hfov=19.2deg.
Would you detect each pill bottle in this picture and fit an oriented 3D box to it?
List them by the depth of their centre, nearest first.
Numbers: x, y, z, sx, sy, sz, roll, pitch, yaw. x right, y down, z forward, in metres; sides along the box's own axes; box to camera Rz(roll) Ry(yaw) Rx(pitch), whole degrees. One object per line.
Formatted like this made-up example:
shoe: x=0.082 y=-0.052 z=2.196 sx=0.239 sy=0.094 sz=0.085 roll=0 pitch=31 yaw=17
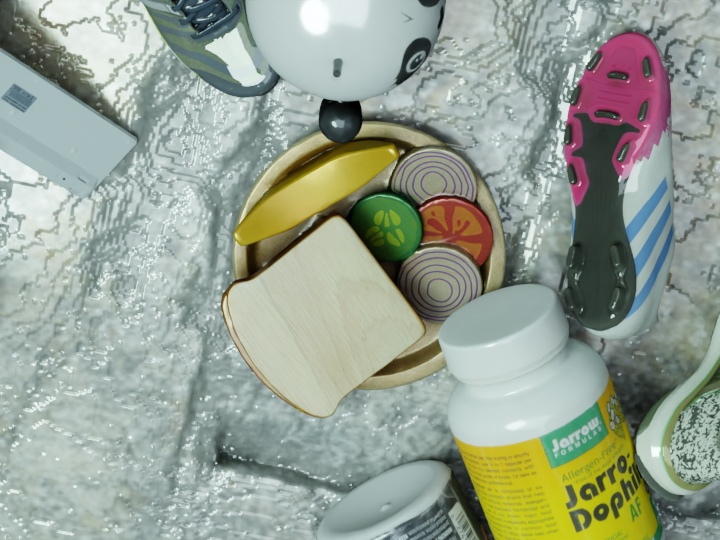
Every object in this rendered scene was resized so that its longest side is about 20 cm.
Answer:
pill bottle: x=0.123 y=0.115 z=1.418 sx=0.112 sy=0.113 sz=0.201 roll=-20 pitch=110 yaw=4
pill bottle: x=0.058 y=0.240 z=1.463 sx=0.106 sy=0.106 sz=0.201 roll=-26 pitch=105 yaw=5

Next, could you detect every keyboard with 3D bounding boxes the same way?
keyboard: x=-0.222 y=-0.104 z=1.352 sx=0.056 sy=0.011 sz=0.200 roll=-50 pitch=139 yaw=6

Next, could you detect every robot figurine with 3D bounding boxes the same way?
robot figurine: x=-0.008 y=-0.172 z=1.299 sx=0.124 sy=0.200 sz=0.151 roll=-35 pitch=103 yaw=7

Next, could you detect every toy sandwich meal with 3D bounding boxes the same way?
toy sandwich meal: x=0.000 y=0.000 z=1.414 sx=0.203 sy=0.070 sz=0.207 roll=0 pitch=105 yaw=-1

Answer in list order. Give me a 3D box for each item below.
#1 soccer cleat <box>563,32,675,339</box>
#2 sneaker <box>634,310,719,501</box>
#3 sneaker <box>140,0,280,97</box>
soccer cleat: x=0.176 y=-0.054 z=1.413 sx=0.069 sy=0.086 sz=0.202 roll=5 pitch=87 yaw=34
sneaker: x=0.269 y=0.072 z=1.407 sx=0.077 sy=0.088 sz=0.200 roll=44 pitch=71 yaw=-25
sneaker: x=-0.121 y=-0.189 z=1.353 sx=0.074 sy=0.081 sz=0.200 roll=-37 pitch=103 yaw=9
